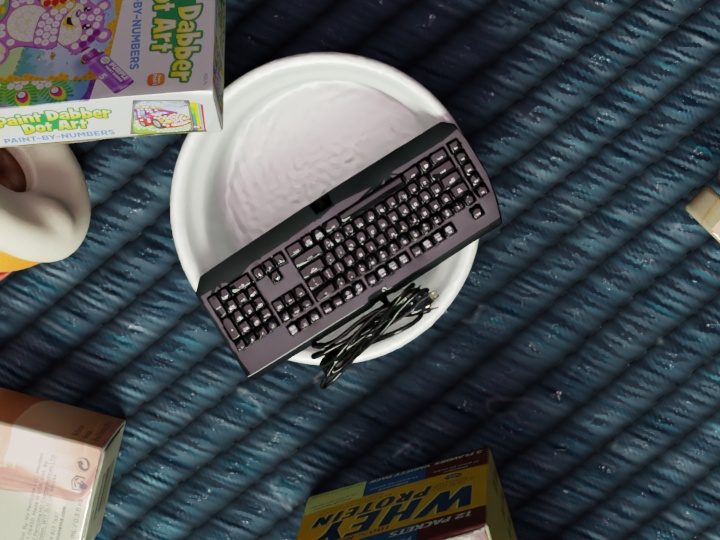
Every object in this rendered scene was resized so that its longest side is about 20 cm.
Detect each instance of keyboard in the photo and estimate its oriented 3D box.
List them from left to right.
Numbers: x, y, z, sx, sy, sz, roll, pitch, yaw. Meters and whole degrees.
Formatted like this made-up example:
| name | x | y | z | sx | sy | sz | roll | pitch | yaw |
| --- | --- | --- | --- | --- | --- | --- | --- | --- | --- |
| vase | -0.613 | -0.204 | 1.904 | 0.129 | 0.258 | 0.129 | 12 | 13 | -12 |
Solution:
| name | x | y | z | sx | sy | sz | roll | pitch | yaw |
| --- | --- | --- | --- | --- | --- | --- | --- | --- | --- |
| keyboard | 0.000 | 0.000 | 1.394 | 0.199 | 0.040 | 0.104 | -33 | 95 | 10 |

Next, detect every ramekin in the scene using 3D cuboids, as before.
| name | x | y | z | sx | sy | sz | roll | pitch | yaw |
| --- | --- | --- | --- | --- | --- | --- | --- | --- | --- |
| ramekin | -0.019 | -0.046 | 1.456 | 0.199 | 0.098 | 0.202 | 1 | 100 | 4 |

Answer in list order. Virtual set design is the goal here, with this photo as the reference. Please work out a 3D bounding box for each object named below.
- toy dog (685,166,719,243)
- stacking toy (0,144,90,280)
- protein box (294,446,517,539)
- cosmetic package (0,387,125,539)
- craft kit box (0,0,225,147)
| name | x | y | z | sx | sy | sz | roll | pitch | yaw |
| --- | --- | --- | --- | --- | --- | --- | --- | --- | --- |
| toy dog | 0.292 | -0.024 | 1.457 | 0.131 | 0.096 | 0.201 | -26 | 112 | 5 |
| stacking toy | -0.290 | -0.023 | 1.483 | 0.200 | 0.146 | 0.146 | -38 | 96 | 28 |
| protein box | 0.048 | 0.249 | 1.450 | 0.134 | 0.199 | 0.201 | -16 | 98 | 6 |
| cosmetic package | -0.269 | 0.124 | 1.501 | 0.199 | 0.103 | 0.088 | 14 | 99 | 0 |
| craft kit box | -0.184 | -0.168 | 1.411 | 0.196 | 0.201 | 0.049 | -4 | 144 | 2 |
